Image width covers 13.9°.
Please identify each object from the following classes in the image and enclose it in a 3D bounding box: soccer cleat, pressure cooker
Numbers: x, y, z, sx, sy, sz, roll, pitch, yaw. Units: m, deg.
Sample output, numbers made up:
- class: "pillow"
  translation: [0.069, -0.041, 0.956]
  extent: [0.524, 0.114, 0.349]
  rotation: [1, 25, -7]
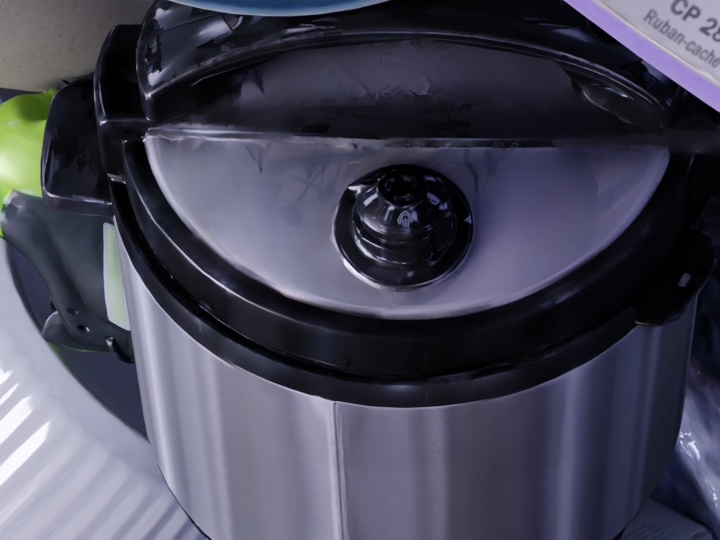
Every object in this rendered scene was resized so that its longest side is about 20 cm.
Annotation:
- class: "soccer cleat"
  translation: [-0.073, 0.010, 1.152]
  extent: [0.200, 0.081, 0.068]
  rotation: [37, -162, -12]
- class: "pressure cooker"
  translation: [0.017, -0.013, 0.855]
  extent: [0.179, 0.176, 0.200]
  rotation: [43, 157, 27]

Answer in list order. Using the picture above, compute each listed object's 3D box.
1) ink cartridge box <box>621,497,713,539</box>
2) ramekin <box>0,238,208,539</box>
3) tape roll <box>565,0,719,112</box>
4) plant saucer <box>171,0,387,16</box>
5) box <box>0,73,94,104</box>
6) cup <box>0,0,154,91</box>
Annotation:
- class: "ink cartridge box"
  translation: [0.078, 0.156, 1.082]
  extent: [0.200, 0.043, 0.197]
  rotation: [25, 135, 58]
- class: "ramekin"
  translation: [-0.116, 0.052, 1.242]
  extent: [0.105, 0.200, 0.201]
  rotation: [-43, 65, 26]
- class: "tape roll"
  translation: [0.071, -0.103, 0.628]
  extent: [0.200, 0.085, 0.200]
  rotation: [37, 179, 0]
- class: "plant saucer"
  translation: [-0.021, -0.163, 0.783]
  extent: [0.027, 0.200, 0.201]
  rotation: [95, 149, -82]
- class: "box"
  translation: [-0.169, -0.116, 1.396]
  extent: [0.200, 0.043, 0.161]
  rotation: [2, 114, 68]
- class: "cup"
  translation: [-0.144, -0.151, 1.134]
  extent: [0.143, 0.200, 0.200]
  rotation: [44, 173, -31]
